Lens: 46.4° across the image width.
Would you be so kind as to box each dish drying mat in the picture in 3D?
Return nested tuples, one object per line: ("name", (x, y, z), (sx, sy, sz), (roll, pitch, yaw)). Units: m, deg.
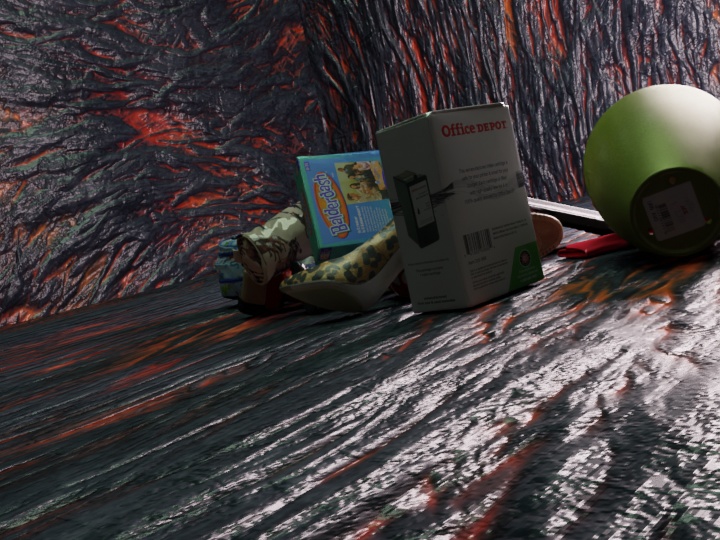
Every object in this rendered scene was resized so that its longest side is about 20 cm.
("dish drying mat", (0.371, -0.047, 1.138), (0.198, 0.018, 0.077), (-13, 5, -16))

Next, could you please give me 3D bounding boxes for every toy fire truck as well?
("toy fire truck", (-0.074, -0.006, 1.293), (0.198, 0.130, 0.176), (10, 19, 4))

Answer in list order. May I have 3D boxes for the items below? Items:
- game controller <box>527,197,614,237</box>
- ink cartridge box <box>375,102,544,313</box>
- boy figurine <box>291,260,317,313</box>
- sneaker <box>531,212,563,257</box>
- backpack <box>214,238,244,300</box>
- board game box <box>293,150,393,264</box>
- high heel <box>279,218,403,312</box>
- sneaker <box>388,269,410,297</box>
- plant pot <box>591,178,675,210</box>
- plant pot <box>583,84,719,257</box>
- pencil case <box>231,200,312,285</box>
("game controller", (0.286, -0.081, 1.281), (0.198, 0.043, 0.104), (11, -3, -11))
("ink cartridge box", (0.110, -0.070, 0.911), (0.145, 0.202, 0.084), (-15, 4, -43))
("boy figurine", (0.000, 0.000, 1.176), (0.198, 0.065, 0.124), (-13, 34, -33))
("sneaker", (0.190, -0.041, 1.233), (0.198, 0.072, 0.112), (-14, 7, 0))
("backpack", (-0.167, -0.008, 1.508), (0.199, 0.155, 0.163), (-25, 3, 34))
("board game box", (0.019, -0.093, 1.161), (0.198, 0.153, 0.045), (-6, -28, -15))
("high heel", (0.004, -0.024, 1.025), (0.198, 0.144, 0.072), (-2, -34, 14))
("sneaker", (0.117, -0.020, 1.112), (0.198, 0.079, 0.115), (-12, 5, -13))
("plant pot", (0.400, -0.118, 1.092), (0.198, 0.028, 0.200), (-3, -21, -1))
("plant pot", (0.337, -0.091, 0.916), (0.185, 0.189, 0.200), (-10, 18, 19))
("pencil case", (-0.086, -0.060, 1.194), (0.199, 0.078, 0.089), (-34, 42, -28))
